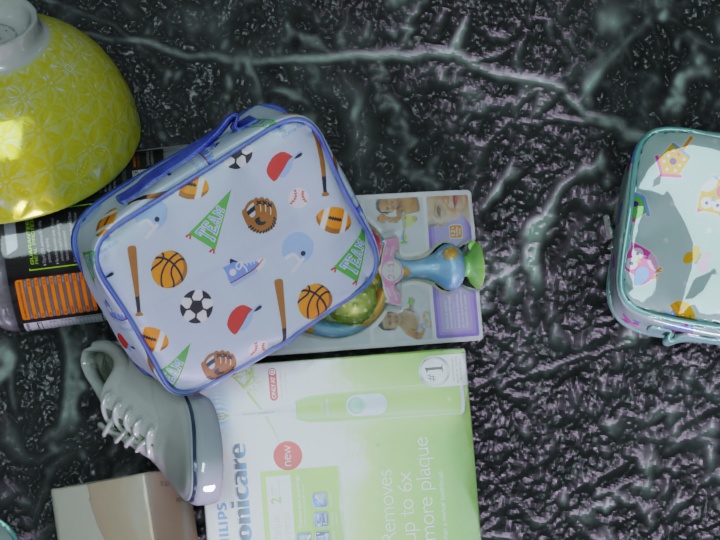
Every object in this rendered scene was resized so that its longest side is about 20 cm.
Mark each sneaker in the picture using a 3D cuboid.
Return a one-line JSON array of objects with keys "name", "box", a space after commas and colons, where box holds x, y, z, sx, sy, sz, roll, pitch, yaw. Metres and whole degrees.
[{"name": "sneaker", "box": [-0.152, 0.110, 1.696, 0.071, 0.200, 0.073, -3, 114, -21]}]

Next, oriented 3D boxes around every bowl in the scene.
[{"name": "bowl", "box": [-0.263, -0.133, 1.703, 0.199, 0.200, 0.108, -9, 128, -3]}]

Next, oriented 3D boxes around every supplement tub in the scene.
[{"name": "supplement tub", "box": [-0.205, -0.022, 1.739, 0.199, 0.123, 0.123, -7, 84, -3]}]

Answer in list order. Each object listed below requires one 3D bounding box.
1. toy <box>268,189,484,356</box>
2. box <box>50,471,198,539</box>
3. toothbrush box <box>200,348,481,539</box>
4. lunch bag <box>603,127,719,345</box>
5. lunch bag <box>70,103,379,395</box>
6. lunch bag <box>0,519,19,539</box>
[{"name": "toy", "box": [0.000, 0.000, 1.751, 0.199, 0.047, 0.116, -3, 87, -21]}, {"name": "box", "box": [-0.160, 0.249, 1.716, 0.078, 0.095, 0.201, -11, 85, 15]}, {"name": "toothbrush box", "box": [-0.017, 0.139, 1.745, 0.199, 0.086, 0.146, -4, 83, -1]}, {"name": "lunch bag", "box": [0.281, -0.017, 1.769, 0.199, 0.077, 0.161, 9, 84, -1]}, {"name": "lunch bag", "box": [-0.092, -0.021, 1.652, 0.200, 0.076, 0.161, -33, 112, -13]}, {"name": "lunch bag", "box": [-0.307, 0.258, 1.675, 0.160, 0.077, 0.200, 5, 53, -23]}]
